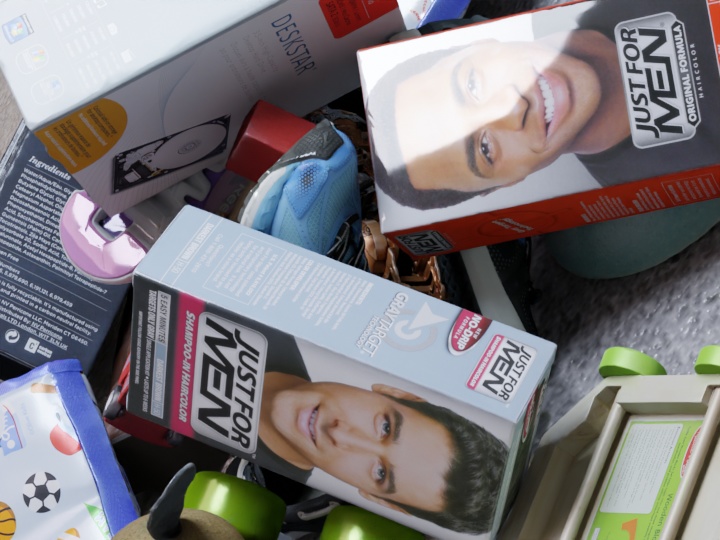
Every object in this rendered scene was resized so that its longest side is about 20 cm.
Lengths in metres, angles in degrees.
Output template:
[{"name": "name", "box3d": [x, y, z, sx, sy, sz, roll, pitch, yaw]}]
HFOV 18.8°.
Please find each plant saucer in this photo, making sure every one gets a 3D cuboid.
[{"name": "plant saucer", "box3d": [0.157, -0.091, 1.179, 0.201, 0.039, 0.201, -40, 31, 29]}]

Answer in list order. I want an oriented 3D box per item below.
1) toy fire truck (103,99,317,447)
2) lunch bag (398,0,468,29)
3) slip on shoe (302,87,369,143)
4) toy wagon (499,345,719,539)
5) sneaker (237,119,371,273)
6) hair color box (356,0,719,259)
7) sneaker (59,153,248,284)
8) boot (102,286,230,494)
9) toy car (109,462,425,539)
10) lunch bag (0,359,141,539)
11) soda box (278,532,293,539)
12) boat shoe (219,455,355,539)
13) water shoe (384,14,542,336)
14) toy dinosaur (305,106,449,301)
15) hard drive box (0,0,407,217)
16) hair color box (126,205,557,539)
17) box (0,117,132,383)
[{"name": "toy fire truck", "box3d": [-0.082, 0.006, 1.214, 0.200, 0.049, 0.141, 131, 160, -61]}, {"name": "lunch bag", "box3d": [0.026, -0.209, 1.410, 0.170, 0.124, 0.200, -56, 28, 5]}, {"name": "slip on shoe", "box3d": [-0.018, -0.093, 1.327, 0.200, 0.076, 0.061, 34, 131, 27]}, {"name": "toy wagon", "box3d": [0.139, 0.110, 0.991, 0.200, 0.040, 0.155, -5, 57, 56]}, {"name": "sneaker", "box3d": [-0.005, 0.009, 1.121, 0.090, 0.200, 0.078, 23, 50, 26]}, {"name": "hair color box", "box3d": [0.106, -0.077, 1.090, 0.199, 0.061, 0.102, -12, 75, 15]}, {"name": "sneaker", "box3d": [-0.090, -0.067, 1.284, 0.080, 0.088, 0.200, 39, 85, 23]}, {"name": "boot", "box3d": [-0.123, 0.059, 1.451, 0.186, 0.064, 0.200, -28, 34, 45]}, {"name": "toy car", "box3d": [-0.069, 0.168, 1.051, 0.157, 0.200, 0.165, 12, 71, 19]}, {"name": "lunch bag", "box3d": [-0.202, 0.173, 1.332, 0.200, 0.124, 0.170, -43, 61, 36]}, {"name": "soda box", "box3d": [-0.091, 0.236, 1.194, 0.064, 0.068, 0.200, -15, 48, 52]}, {"name": "boat shoe", "box3d": [-0.034, 0.115, 1.240, 0.200, 0.060, 0.076, -8, 54, 55]}, {"name": "water shoe", "box3d": [0.074, -0.043, 1.167, 0.079, 0.200, 0.072, -18, -6, -8]}, {"name": "toy dinosaur", "box3d": [0.000, 0.000, 1.228, 0.200, 0.102, 0.136, -94, 26, -47]}, {"name": "hard drive box", "box3d": [-0.083, -0.126, 1.171, 0.200, 0.156, 0.077, -28, 72, 2]}, {"name": "hair color box", "box3d": [-0.012, 0.053, 1.067, 0.061, 0.200, 0.099, -57, -18, -45]}, {"name": "box", "box3d": [-0.230, -0.006, 1.568, 0.197, 0.124, 0.200, -68, 11, -19]}]
